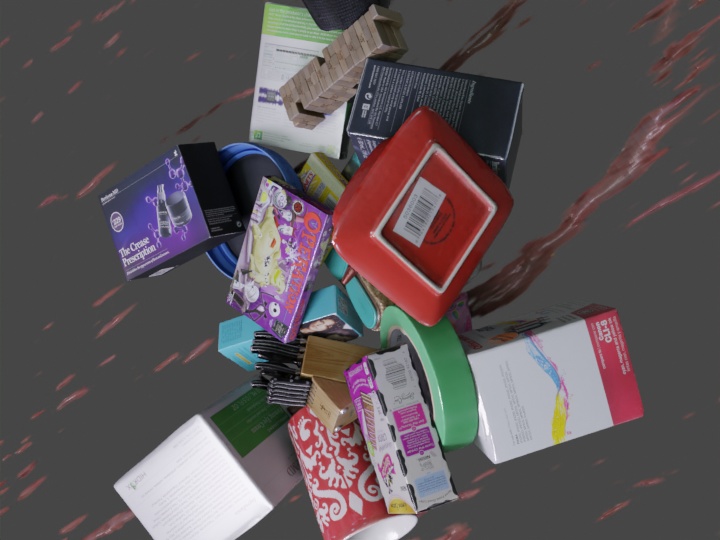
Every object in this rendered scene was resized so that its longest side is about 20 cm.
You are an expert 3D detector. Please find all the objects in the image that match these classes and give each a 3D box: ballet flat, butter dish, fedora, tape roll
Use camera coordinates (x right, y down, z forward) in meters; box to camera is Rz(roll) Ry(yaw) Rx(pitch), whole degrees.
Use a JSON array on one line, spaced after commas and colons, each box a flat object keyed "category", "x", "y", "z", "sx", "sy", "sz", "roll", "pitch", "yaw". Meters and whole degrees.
[{"category": "ballet flat", "x": 0.000, "y": 0.000, "z": 1.323, "sx": 0.200, "sy": 0.065, "sz": 0.071, "roll": 61, "pitch": 143, "yaw": 26}, {"category": "butter dish", "x": 0.048, "y": -0.070, "z": 1.113, "sx": 0.200, "sy": 0.199, "sz": 0.148, "roll": -56, "pitch": 35, "yaw": -9}, {"category": "fedora", "x": -0.016, "y": -0.372, "z": 1.217, "sx": 0.200, "sy": 0.201, "sz": 0.092, "roll": -7, "pitch": 124, "yaw": 20}, {"category": "tape roll", "x": 0.084, "y": 0.135, "z": 1.198, "sx": 0.048, "sy": 0.200, "sz": 0.201, "roll": -16, "pitch": 96, "yaw": -15}]

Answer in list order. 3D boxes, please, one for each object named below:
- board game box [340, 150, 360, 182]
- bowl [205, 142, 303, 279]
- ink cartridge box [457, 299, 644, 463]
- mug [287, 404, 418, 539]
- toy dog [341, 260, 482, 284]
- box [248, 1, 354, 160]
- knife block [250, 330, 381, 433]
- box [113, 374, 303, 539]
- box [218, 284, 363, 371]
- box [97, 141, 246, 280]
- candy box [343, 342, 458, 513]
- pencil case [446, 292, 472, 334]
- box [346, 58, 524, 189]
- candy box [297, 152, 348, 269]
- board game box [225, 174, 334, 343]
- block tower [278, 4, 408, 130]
[{"category": "board game box", "x": 0.062, "y": -0.092, "z": 1.309, "sx": 0.200, "sy": 0.028, "sz": 0.135, "roll": 38, "pitch": 109, "yaw": 9}, {"category": "bowl", "x": -0.157, "y": -0.083, "z": 1.348, "sx": 0.201, "sy": 0.039, "sz": 0.201, "roll": 7, "pitch": 101, "yaw": 38}, {"category": "ink cartridge box", "x": 0.225, "y": 0.136, "z": 1.196, "sx": 0.200, "sy": 0.145, "sz": 0.145, "roll": -17, "pitch": 96, "yaw": -7}, {"category": "mug", "x": -0.025, "y": 0.300, "z": 1.339, "sx": 0.178, "sy": 0.133, "sz": 0.200, "roll": 108, "pitch": 142, "yaw": -53}, {"category": "toy dog", "x": 0.053, "y": -0.007, "z": 1.242, "sx": 0.200, "sy": 0.132, "sz": 0.096, "roll": 22, "pitch": 105, "yaw": 9}, {"category": "box", "x": -0.076, "y": -0.267, "z": 1.320, "sx": 0.144, "sy": 0.036, "sz": 0.200, "roll": 13, "pitch": 105, "yaw": 16}, {"category": "knife block", "x": -0.051, "y": 0.131, "z": 1.325, "sx": 0.176, "sy": 0.200, "sz": 0.064, "roll": 48, "pitch": 145, "yaw": 24}, {"category": "box", "x": -0.204, "y": 0.296, "z": 1.380, "sx": 0.200, "sy": 0.199, "sz": 0.171, "roll": -40, "pitch": 86, "yaw": 22}, {"category": "box", "x": -0.102, "y": 0.087, "z": 1.362, "sx": 0.200, "sy": 0.082, "sz": 0.049, "roll": -19, "pitch": 53, "yaw": 23}, {"category": "box", "x": -0.278, "y": -0.084, "z": 1.366, "sx": 0.200, "sy": 0.079, "sz": 0.141, "roll": -24, "pitch": 82, "yaw": 38}, {"category": "candy box", "x": 0.047, "y": 0.204, "z": 1.191, "sx": 0.061, "sy": 0.136, "sz": 0.200, "roll": -16, "pitch": 79, "yaw": -17}, {"category": "pencil case", "x": 0.124, "y": 0.127, "z": 1.297, "sx": 0.087, "sy": 0.087, "sz": 0.200, "roll": -10, "pitch": 99, "yaw": 20}, {"category": "box", "x": 0.100, "y": -0.176, "z": 1.194, "sx": 0.200, "sy": 0.148, "sz": 0.107, "roll": 11, "pitch": 76, "yaw": 12}, {"category": "candy box", "x": -0.079, "y": -0.058, "z": 1.331, "sx": 0.102, "sy": 0.026, "sz": 0.200, "roll": 51, "pitch": 124, "yaw": 28}, {"category": "board game box", "x": -0.111, "y": -0.015, "z": 1.280, "sx": 0.120, "sy": 0.032, "sz": 0.200, "roll": 29, "pitch": 115, "yaw": 23}, {"category": "block tower", "x": -0.025, "y": -0.260, "z": 1.221, "sx": 0.200, "sy": 0.054, "sz": 0.058, "roll": -35, "pitch": 66, "yaw": 36}]
